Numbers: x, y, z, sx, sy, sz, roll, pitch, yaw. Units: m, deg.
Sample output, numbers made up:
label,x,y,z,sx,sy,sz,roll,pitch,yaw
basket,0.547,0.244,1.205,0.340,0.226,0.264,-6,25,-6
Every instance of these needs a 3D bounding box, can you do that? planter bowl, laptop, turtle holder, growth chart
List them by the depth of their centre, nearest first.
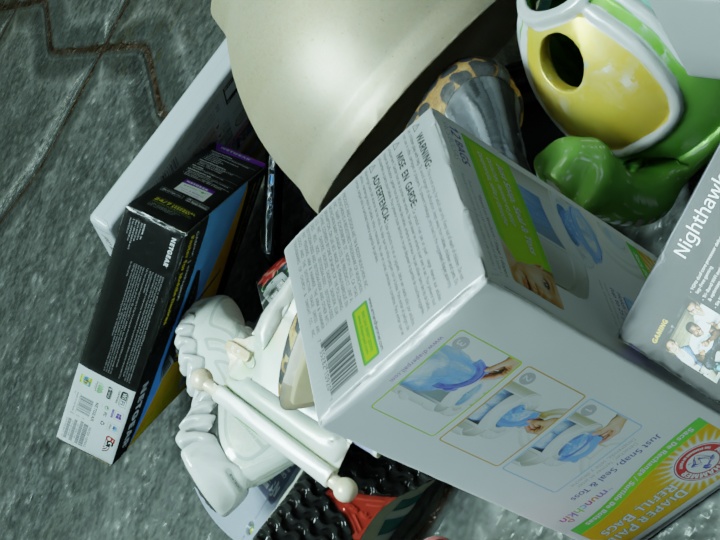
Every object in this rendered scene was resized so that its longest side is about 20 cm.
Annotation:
label,x,y,z,sx,sy,sz,roll,pitch,yaw
turtle holder,0.143,-0.116,0.735,0.186,0.132,0.141,-56,31,5
growth chart,0.012,0.027,0.752,0.145,0.018,0.200,40,91,27
planter bowl,-0.002,-0.150,0.815,0.200,0.135,0.200,-45,-5,-5
laptop,-0.014,-0.101,0.991,0.177,0.103,0.200,106,167,-85

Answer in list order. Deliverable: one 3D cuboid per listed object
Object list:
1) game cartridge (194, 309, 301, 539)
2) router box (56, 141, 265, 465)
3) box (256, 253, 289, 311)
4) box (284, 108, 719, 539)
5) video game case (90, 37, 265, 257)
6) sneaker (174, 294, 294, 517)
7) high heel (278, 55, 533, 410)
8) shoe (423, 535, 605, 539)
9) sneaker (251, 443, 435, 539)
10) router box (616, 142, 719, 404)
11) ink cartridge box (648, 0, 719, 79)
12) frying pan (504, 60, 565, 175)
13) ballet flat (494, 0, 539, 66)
label,x,y,z,sx,sy,sz,roll,pitch,yaw
game cartridge,-0.058,0.114,0.928,0.133,0.041,0.200,-55,30,2
router box,-0.142,0.021,0.990,0.200,0.051,0.149,-68,-8,28
box,0.000,0.000,0.870,0.137,0.040,0.200,-46,17,5
box,0.078,0.035,0.626,0.101,0.200,0.113,-43,38,26
video game case,-0.122,-0.076,1.051,0.200,0.022,0.182,-56,-15,-17
sneaker,-0.073,0.075,0.895,0.081,0.075,0.200,-28,32,7
high heel,0.019,-0.021,0.740,0.200,0.071,0.143,-47,26,26
shoe,0.056,0.163,0.678,0.200,0.071,0.091,-44,39,33
sneaker,-0.004,0.127,0.801,0.200,0.070,0.093,-51,-3,-13
router box,0.212,-0.019,0.512,0.157,0.052,0.200,36,112,28
ink cartridge box,0.244,-0.153,0.594,0.200,0.084,0.144,14,74,32
frying pan,0.117,-0.112,0.859,0.115,0.031,0.190,27,78,45
ballet flat,0.087,-0.181,0.942,0.067,0.062,0.200,-58,31,2
